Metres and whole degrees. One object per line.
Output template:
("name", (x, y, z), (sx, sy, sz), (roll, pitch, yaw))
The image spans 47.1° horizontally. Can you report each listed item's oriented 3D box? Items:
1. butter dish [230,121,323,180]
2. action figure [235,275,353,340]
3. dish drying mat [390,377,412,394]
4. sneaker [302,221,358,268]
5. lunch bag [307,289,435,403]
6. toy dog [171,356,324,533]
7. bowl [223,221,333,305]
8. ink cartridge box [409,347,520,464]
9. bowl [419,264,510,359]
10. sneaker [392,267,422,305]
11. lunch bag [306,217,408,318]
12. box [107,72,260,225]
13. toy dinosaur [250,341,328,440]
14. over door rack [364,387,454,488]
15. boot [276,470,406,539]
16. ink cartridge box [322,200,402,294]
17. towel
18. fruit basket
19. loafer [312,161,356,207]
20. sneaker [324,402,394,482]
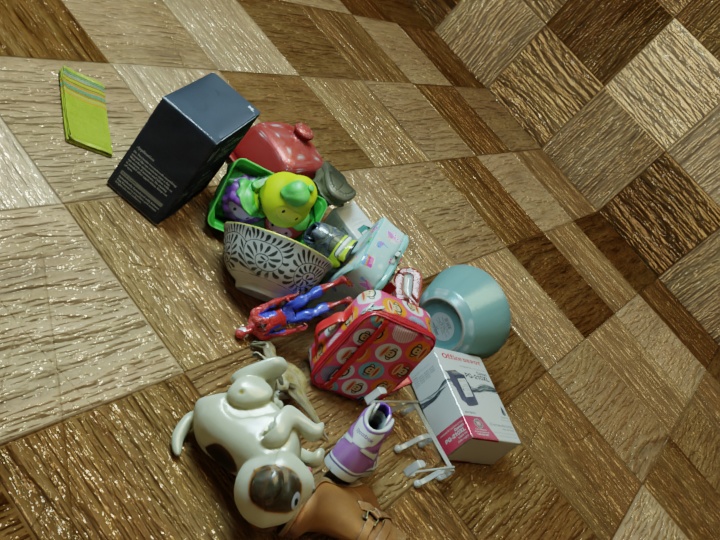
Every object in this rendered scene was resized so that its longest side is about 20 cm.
("butter dish", (-0.152, -0.240, 1.693), (0.200, 0.148, 0.199), (-8, 58, -56))
("action figure", (-0.110, 0.068, 1.348), (0.052, 0.200, 0.065), (-145, -146, -72))
("dish drying mat", (0.015, 0.139, 1.522), (0.077, 0.018, 0.200), (-19, 66, -32))
("sneaker", (-0.065, -0.050, 1.477), (0.081, 0.074, 0.200), (41, -15, -9))
("lunch bag", (0.007, 0.123, 1.368), (0.176, 0.200, 0.082), (25, 33, -26))
("toy dog", (-0.135, 0.238, 1.087), (0.194, 0.140, 0.200), (-8, 46, -30))
("bowl", (-0.155, 0.000, 1.398), (0.201, 0.094, 0.201), (20, -10, 4))
("ink cartridge box", (0.191, 0.253, 1.548), (0.145, 0.084, 0.200), (17, 39, -41))
("bowl", (0.187, 0.095, 1.646), (0.105, 0.201, 0.201), (-17, 64, -49))
("sneaker", (0.083, 0.105, 1.618), (0.078, 0.116, 0.200), (14, 67, 7))
("lunch bag", (0.000, 0.000, 1.473), (0.077, 0.200, 0.160), (42, 48, -10))
("box", (-0.300, -0.213, 1.417), (0.117, 0.200, 0.197), (41, 28, -5))
("toy dinosaur", (-0.113, 0.181, 1.287), (0.200, 0.058, 0.101), (52, 29, 15))
("over door rack", (0.075, 0.280, 1.368), (0.148, 0.067, 0.200), (60, 12, 25))
("boot", (-0.018, 0.359, 1.149), (0.155, 0.074, 0.200), (44, 25, 11))
("ink cartridge box", (0.000, -0.021, 1.622), (0.067, 0.116, 0.200), (-26, 72, -46))
("towel", (-0.486, -0.284, 1.463), (0.086, 0.018, 0.200), (17, 39, -38))
("fruit basket", (-0.155, -0.110, 1.475), (0.216, 0.156, 0.216), (27, 4, -2))
("loafer", (-0.059, -0.156, 1.609), (0.076, 0.067, 0.200), (36, 12, -13))
("sneaker", (0.017, 0.251, 1.250), (0.073, 0.114, 0.200), (36, 2, 6))
